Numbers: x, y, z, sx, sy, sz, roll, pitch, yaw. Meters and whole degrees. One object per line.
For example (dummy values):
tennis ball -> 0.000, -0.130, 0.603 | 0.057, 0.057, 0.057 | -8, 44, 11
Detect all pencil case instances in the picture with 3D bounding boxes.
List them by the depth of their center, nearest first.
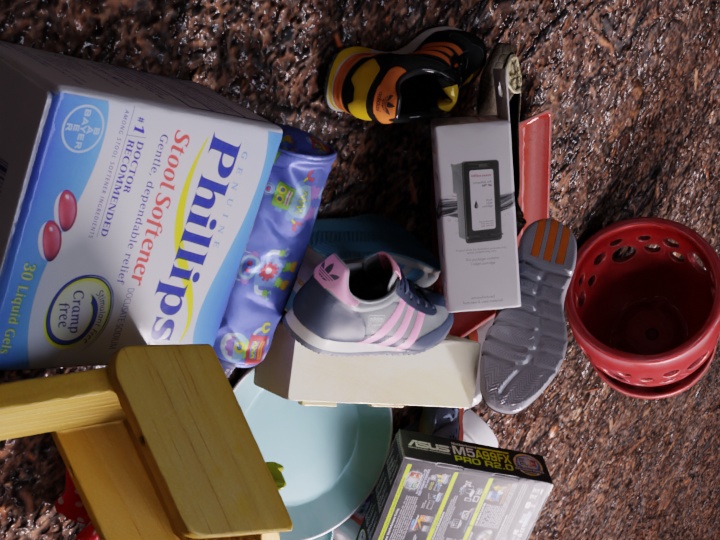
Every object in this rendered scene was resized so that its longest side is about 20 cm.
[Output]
pencil case -> -0.088, -0.020, 0.892 | 0.086, 0.078, 0.202 | 8, 108, -42

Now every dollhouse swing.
dollhouse swing -> -0.184, 0.146, 0.735 | 0.175, 0.200, 0.183 | -24, 88, -33

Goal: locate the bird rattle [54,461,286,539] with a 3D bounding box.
bird rattle -> -0.160, 0.207, 0.933 | 0.199, 0.113, 0.164 | -30, 147, -26

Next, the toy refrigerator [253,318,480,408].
toy refrigerator -> 0.007, 0.089, 1.021 | 0.198, 0.076, 0.071 | 7, 92, -31

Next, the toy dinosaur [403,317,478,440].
toy dinosaur -> 0.082, 0.145, 1.174 | 0.200, 0.105, 0.182 | 45, 78, -24

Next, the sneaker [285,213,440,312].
sneaker -> 0.000, 0.000, 1.033 | 0.199, 0.077, 0.081 | 0, 129, -50

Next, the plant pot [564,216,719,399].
plant pot -> 0.372, 0.056, 1.435 | 0.201, 0.199, 0.183 | -54, 153, -9

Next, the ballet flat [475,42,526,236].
ballet flat -> 0.141, -0.117, 1.069 | 0.067, 0.046, 0.203 | -26, 124, -50

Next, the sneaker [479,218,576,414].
sneaker -> 0.162, 0.056, 1.098 | 0.112, 0.077, 0.202 | 107, 5, -70

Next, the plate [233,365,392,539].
plate -> -0.058, 0.162, 1.061 | 0.198, 0.025, 0.203 | -8, 105, -31

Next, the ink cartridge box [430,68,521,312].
ink cartridge box -> 0.100, -0.075, 0.984 | 0.116, 0.067, 0.203 | -83, 169, -80

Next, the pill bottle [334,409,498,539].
pill bottle -> 0.064, 0.245, 1.243 | 0.200, 0.111, 0.112 | -46, 143, -21

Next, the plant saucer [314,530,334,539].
plant saucer -> -0.108, 0.301, 1.131 | 0.199, 0.036, 0.202 | -30, 135, -36

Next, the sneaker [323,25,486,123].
sneaker -> 0.062, -0.163, 0.970 | 0.199, 0.090, 0.071 | -21, 129, -43

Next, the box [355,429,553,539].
box -> 0.084, 0.263, 1.115 | 0.158, 0.044, 0.202 | 12, 118, -12

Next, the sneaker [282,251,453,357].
sneaker -> 0.026, 0.024, 0.950 | 0.199, 0.070, 0.083 | -3, 130, -50

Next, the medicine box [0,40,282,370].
medicine box -> -0.174, -0.039, 0.746 | 0.199, 0.102, 0.184 | 2, 112, -51

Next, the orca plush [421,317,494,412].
orca plush -> 0.129, 0.088, 1.262 | 0.071, 0.104, 0.202 | 100, 11, -72

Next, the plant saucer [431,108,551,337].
plant saucer -> 0.133, -0.051, 1.156 | 0.199, 0.036, 0.202 | -28, 124, -44
